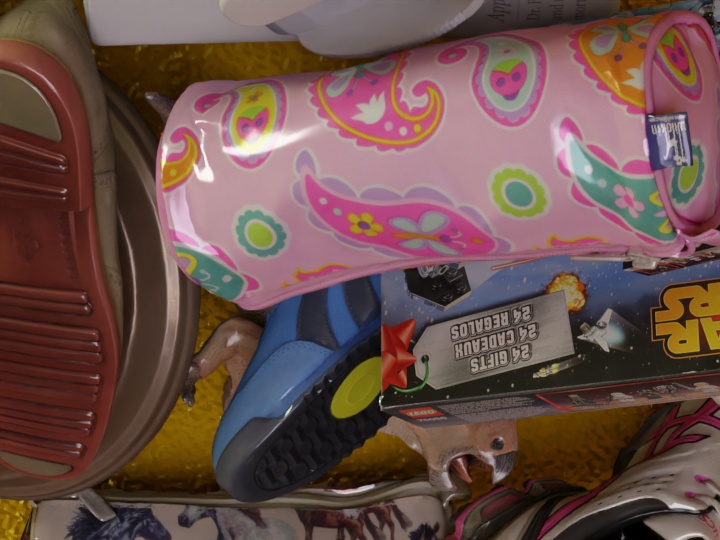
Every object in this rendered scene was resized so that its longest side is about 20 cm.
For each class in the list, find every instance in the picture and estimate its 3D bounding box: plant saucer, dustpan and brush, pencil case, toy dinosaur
[{"bbox_3d":[-0.156,-0.001,1.046,0.199,0.029,0.201,7,105,28],"label":"plant saucer"},{"bbox_3d":[0.011,-0.113,0.824,0.199,0.057,0.139,-20,147,33],"label":"dustpan and brush"},{"bbox_3d":[0.030,-0.036,0.885,0.199,0.087,0.088,-6,113,26],"label":"pencil case"},{"bbox_3d":[-0.017,-0.001,1.070,0.135,0.086,0.201,-20,106,7],"label":"toy dinosaur"},{"bbox_3d":[-0.051,0.126,1.119,0.199,0.078,0.090,-2,126,0],"label":"pencil case"}]

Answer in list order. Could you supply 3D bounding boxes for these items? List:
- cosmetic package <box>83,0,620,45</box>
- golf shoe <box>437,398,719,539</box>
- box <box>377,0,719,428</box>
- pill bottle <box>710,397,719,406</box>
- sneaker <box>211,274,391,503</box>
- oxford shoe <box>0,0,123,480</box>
[{"bbox_3d":[-0.005,-0.192,0.919,0.199,0.166,0.165,-1,151,-1],"label":"cosmetic package"},{"bbox_3d":[0.134,0.104,1.079,0.199,0.092,0.073,-26,111,-22],"label":"golf shoe"},{"bbox_3d":[0.102,-0.023,0.915,0.199,0.040,0.138,-7,72,26],"label":"box"},{"bbox_3d":[0.159,-0.006,0.995,0.112,0.200,0.113,-11,120,-19],"label":"pill bottle"},{"bbox_3d":[0.000,0.000,1.013,0.078,0.066,0.200,37,84,27],"label":"sneaker"},{"bbox_3d":[-0.114,-0.010,0.972,0.070,0.075,0.201,12,127,8],"label":"oxford shoe"}]
